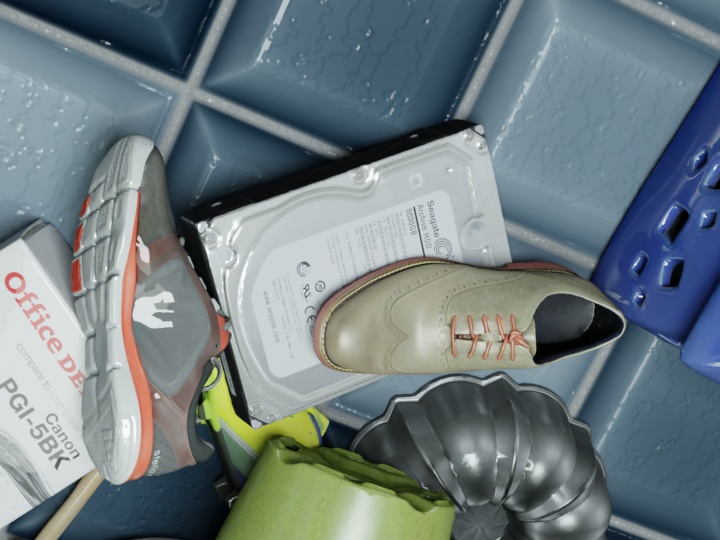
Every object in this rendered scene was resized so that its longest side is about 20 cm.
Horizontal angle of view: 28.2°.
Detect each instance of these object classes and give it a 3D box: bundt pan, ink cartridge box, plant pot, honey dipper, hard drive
[{"bbox_3d":[0.082,0.176,0.981,0.202,0.076,0.202,-2,109,-7],"label":"bundt pan"},{"bbox_3d":[-0.243,0.083,0.890,0.200,0.083,0.147,-33,99,3],"label":"ink cartridge box"},{"bbox_3d":[0.292,-0.005,0.897,0.200,0.180,0.200,26,103,-14],"label":"plant pot"},{"bbox_3d":[-0.029,0.209,0.869,0.200,0.200,0.190,19,91,-13],"label":"plant pot"},{"bbox_3d":[-0.185,0.150,0.956,0.038,0.038,0.200,37,97,-17],"label":"honey dipper"},{"bbox_3d":[0.000,0.000,0.901,0.200,0.038,0.140,-20,110,-22],"label":"hard drive"}]

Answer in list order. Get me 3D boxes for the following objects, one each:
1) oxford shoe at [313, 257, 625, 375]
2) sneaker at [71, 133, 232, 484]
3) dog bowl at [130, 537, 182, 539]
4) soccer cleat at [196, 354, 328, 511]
[{"bbox_3d":[0.070,0.030,0.877,0.200,0.075,0.071,-10,106,-25],"label":"oxford shoe"},{"bbox_3d":[-0.117,0.022,0.836,0.082,0.077,0.200,2,86,-31],"label":"sneaker"},{"bbox_3d":[-0.144,0.272,0.977,0.200,0.059,0.200,-5,109,-14],"label":"dog bowl"},{"bbox_3d":[-0.067,0.091,0.945,0.084,0.065,0.200,-21,110,-17],"label":"soccer cleat"}]
